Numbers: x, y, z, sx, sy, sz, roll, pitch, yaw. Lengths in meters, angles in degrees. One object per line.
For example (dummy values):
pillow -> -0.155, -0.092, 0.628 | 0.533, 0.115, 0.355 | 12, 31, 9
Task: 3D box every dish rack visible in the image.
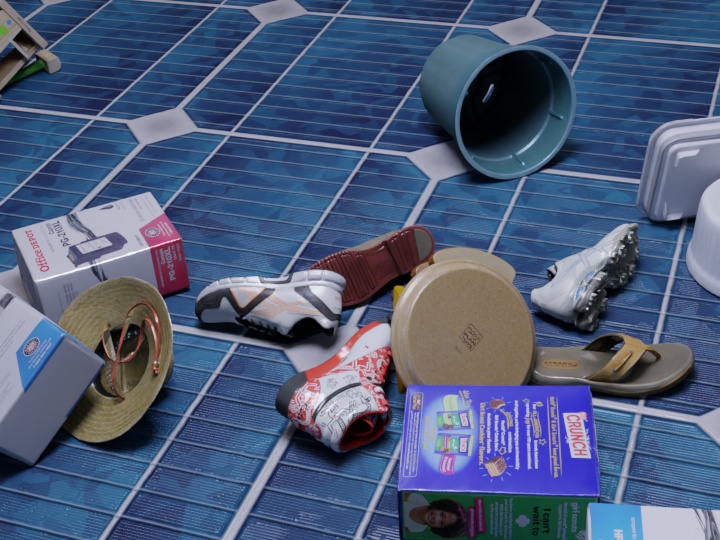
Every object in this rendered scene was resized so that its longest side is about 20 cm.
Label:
dish rack -> 0.480, -0.132, 1.599 | 0.199, 0.172, 0.044 | -8, 47, -6

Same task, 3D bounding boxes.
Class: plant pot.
plant pot -> 0.194, -0.265, 1.815 | 0.199, 0.201, 0.196 | -15, 27, -15

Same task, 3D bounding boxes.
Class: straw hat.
straw hat -> -0.267, 0.109, 1.393 | 0.201, 0.202, 0.085 | 24, 2, 35

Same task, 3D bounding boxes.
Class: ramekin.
ramekin -> 0.524, -0.047, 1.526 | 0.199, 0.098, 0.201 | -3, 34, 2

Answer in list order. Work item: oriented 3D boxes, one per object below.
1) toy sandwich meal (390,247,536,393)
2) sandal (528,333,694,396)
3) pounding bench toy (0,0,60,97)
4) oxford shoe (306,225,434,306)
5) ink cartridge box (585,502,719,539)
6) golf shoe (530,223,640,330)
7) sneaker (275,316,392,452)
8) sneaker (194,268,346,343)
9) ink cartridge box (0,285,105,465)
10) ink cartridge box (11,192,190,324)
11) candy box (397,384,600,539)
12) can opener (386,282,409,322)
toy sandwich meal -> 0.111, 0.074, 1.364 | 0.204, 0.206, 0.070 | -22, 0, -24
sandal -> 0.286, 0.101, 1.376 | 0.199, 0.054, 0.080 | 0, 35, 7
pounding bench toy -> -0.651, -0.378, 2.130 | 0.124, 0.200, 0.156 | 31, 79, 43
oxford shoe -> 0.000, 0.000, 1.566 | 0.199, 0.071, 0.075 | -20, 6, -14
ink cartridge box -> 0.293, 0.285, 1.027 | 0.199, 0.147, 0.086 | 2, 34, 10
golf shoe -> 0.289, -0.006, 1.518 | 0.097, 0.079, 0.200 | 13, 37, 33
sneaker -> 0.009, 0.133, 1.357 | 0.108, 0.067, 0.201 | 33, 45, 30
sneaker -> -0.116, 0.050, 1.482 | 0.199, 0.074, 0.080 | -7, 69, 18
ink cartridge box -> -0.412, 0.107, 1.369 | 0.200, 0.084, 0.145 | 28, 79, 38
ink cartridge box -> -0.348, -0.014, 1.588 | 0.199, 0.085, 0.145 | -18, 36, -19
candy box -> 0.143, 0.198, 1.233 | 0.199, 0.077, 0.169 | -1, 34, 8
can opener -> 0.098, 0.025, 1.458 | 0.078, 0.064, 0.200 | 15, 15, 37
